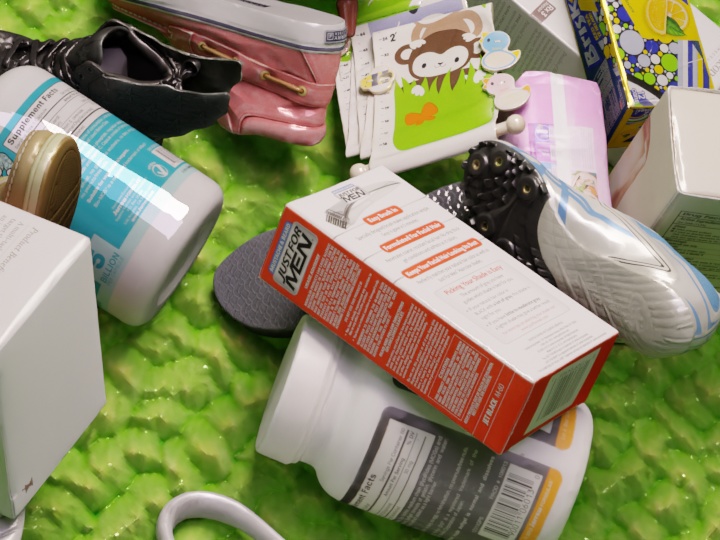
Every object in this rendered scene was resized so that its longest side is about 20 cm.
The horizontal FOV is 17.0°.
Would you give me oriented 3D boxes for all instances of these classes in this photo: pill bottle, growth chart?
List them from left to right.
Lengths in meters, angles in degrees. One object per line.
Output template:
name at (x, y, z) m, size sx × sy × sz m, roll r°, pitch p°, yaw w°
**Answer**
pill bottle at (-0.197, -0.059, 1.578) m, size 0.199 × 0.111 × 0.111 m, roll 33°, pitch 56°, yaw 4°
growth chart at (0.040, -0.138, 1.681) m, size 0.144 × 0.018 × 0.201 m, roll -23°, pitch 43°, yaw 8°
pill bottle at (0.040, 0.107, 1.552) m, size 0.199 × 0.117 × 0.117 m, roll 21°, pitch 56°, yaw -5°

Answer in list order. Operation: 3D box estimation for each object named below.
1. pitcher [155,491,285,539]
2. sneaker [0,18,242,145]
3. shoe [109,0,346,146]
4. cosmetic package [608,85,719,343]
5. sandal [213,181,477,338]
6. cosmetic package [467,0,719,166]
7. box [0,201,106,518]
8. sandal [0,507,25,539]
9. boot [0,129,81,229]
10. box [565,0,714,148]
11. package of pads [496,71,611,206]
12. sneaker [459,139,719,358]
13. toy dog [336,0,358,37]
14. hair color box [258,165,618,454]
pitcher at (-0.044, 0.213, 1.474) m, size 0.199 × 0.122 × 0.172 m, roll 12°, pitch 42°, yaw 3°
sneaker at (-0.185, -0.138, 1.631) m, size 0.199 × 0.104 × 0.060 m, roll 24°, pitch 54°, yaw -3°
shoe at (-0.103, -0.151, 1.686) m, size 0.199 × 0.092 × 0.071 m, roll 18°, pitch 19°, yaw 26°
cosmetic package at (0.221, -0.032, 1.641) m, size 0.103 × 0.200 × 0.088 m, roll 7°, pitch 59°, yaw -15°
sandal at (0.001, 0.000, 1.619) m, size 0.199 × 0.043 × 0.077 m, roll -14°, pitch 66°, yaw 4°
cosmetic package at (0.174, -0.172, 1.779) m, size 0.200 × 0.081 × 0.113 m, roll 38°, pitch 59°, yaw 7°
box at (-0.265, 0.030, 1.434) m, size 0.199 × 0.153 × 0.107 m, roll 22°, pitch 50°, yaw 18°
sandal at (-0.256, 0.121, 1.489) m, size 0.082 × 0.050 × 0.203 m, roll -14°, pitch 51°, yaw -13°
boot at (-0.259, -0.043, 1.496) m, size 0.154 × 0.200 × 0.072 m, roll 31°, pitch 52°, yaw 3°
box at (0.189, -0.190, 1.708) m, size 0.070 × 0.064 × 0.201 m, roll -5°, pitch 67°, yaw -16°
package of pads at (0.126, -0.022, 1.652) m, size 0.075 × 0.121 × 0.201 m, roll 4°, pitch 59°, yaw -9°
sneaker at (0.146, -0.015, 1.549) m, size 0.200 × 0.072 × 0.072 m, roll 39°, pitch 28°, yaw 20°
toy dog at (-0.060, -0.227, 1.717) m, size 0.199 × 0.132 × 0.097 m, roll 13°, pitch 92°, yaw 20°
hair color box at (0.048, 0.022, 1.514) m, size 0.200 × 0.064 × 0.111 m, roll 37°, pitch 33°, yaw 21°
